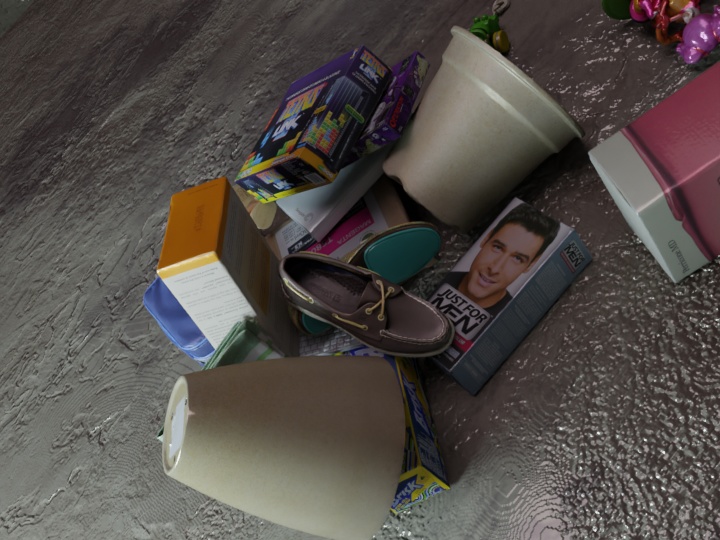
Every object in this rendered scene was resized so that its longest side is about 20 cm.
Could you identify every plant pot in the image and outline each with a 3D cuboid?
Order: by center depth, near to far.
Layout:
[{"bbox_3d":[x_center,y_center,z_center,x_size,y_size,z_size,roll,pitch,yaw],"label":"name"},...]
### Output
[{"bbox_3d":[-0.085,0.162,0.880,0.187,0.198,0.190,-168,90,-67],"label":"plant pot"},{"bbox_3d":[0.131,-0.152,1.072,0.184,0.200,0.201,-51,40,10],"label":"plant pot"}]

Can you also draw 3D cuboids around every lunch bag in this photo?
[{"bbox_3d":[-0.191,0.054,1.192,0.136,0.132,0.199,-51,40,-7],"label":"lunch bag"}]

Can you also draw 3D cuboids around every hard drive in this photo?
[{"bbox_3d":[-0.019,-0.139,1.176,0.200,0.027,0.132,-47,37,-2],"label":"hard drive"}]

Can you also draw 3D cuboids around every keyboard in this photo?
[{"bbox_3d":[-0.081,0.086,1.053,0.198,0.011,0.057,-16,49,20],"label":"keyboard"}]

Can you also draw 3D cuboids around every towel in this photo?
[{"bbox_3d":[-0.102,0.163,0.975,0.023,0.200,0.153,17,68,51],"label":"towel"}]

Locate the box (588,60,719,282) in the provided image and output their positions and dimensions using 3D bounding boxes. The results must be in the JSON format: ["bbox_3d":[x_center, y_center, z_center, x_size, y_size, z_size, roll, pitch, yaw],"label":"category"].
[{"bbox_3d":[0.348,-0.107,0.880,0.199,0.128,0.109,-35,42,12],"label":"box"}]

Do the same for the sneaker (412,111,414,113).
[{"bbox_3d":[0.062,-0.176,1.232,0.199,0.075,0.089,-27,23,25],"label":"sneaker"}]

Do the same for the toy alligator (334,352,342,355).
[{"bbox_3d":[-0.066,0.116,1.093,0.200,0.054,0.059,-41,76,0],"label":"toy alligator"}]

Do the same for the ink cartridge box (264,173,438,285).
[{"bbox_3d":[-0.019,-0.027,1.160,0.199,0.075,0.165,-35,40,10],"label":"ink cartridge box"}]

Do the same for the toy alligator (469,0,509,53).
[{"bbox_3d":[0.172,-0.329,1.265,0.059,0.054,0.202,-8,53,35],"label":"toy alligator"}]

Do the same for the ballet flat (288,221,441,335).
[{"bbox_3d":[0.000,0.000,1.039,0.199,0.071,0.071,-35,39,-11],"label":"ballet flat"}]

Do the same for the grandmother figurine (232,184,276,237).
[{"bbox_3d":[-0.176,-0.074,1.280,0.060,0.122,0.200,-37,1,-21],"label":"grandmother figurine"}]

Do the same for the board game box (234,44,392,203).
[{"bbox_3d":[-0.063,-0.176,1.120,0.199,0.056,0.166,-7,53,60],"label":"board game box"}]

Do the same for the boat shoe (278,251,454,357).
[{"bbox_3d":[0.004,0.034,0.951,0.198,0.060,0.072,22,71,15],"label":"boat shoe"}]

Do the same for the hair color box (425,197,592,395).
[{"bbox_3d":[0.147,0.026,0.989,0.200,0.061,0.099,-48,41,-4],"label":"hair color box"}]

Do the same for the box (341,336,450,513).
[{"bbox_3d":[0.034,0.152,0.977,0.070,0.064,0.201,-29,42,17],"label":"box"}]

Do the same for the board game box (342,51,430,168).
[{"bbox_3d":[-0.001,-0.183,1.117,0.199,0.032,0.121,-22,35,51],"label":"board game box"}]

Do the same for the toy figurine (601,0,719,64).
[{"bbox_3d":[0.389,-0.311,1.034,0.200,0.149,0.185,-44,45,35],"label":"toy figurine"}]

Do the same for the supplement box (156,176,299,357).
[{"bbox_3d":[-0.139,0.016,1.000,0.073,0.201,0.127,-17,41,14],"label":"supplement box"}]
